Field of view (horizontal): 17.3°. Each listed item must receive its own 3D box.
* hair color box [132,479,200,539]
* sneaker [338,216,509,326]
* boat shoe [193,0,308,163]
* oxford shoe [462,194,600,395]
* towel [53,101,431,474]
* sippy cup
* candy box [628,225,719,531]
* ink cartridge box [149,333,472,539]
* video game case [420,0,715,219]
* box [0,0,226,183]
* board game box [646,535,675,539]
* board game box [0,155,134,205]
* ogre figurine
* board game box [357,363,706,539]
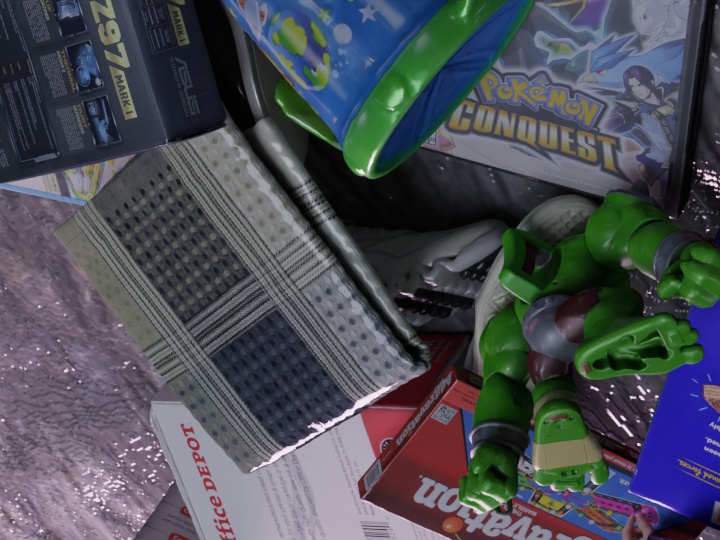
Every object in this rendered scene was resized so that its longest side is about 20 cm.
[{"bbox_3d":[-0.121,0.229,1.577,0.101,0.200,0.061,24,134,12],"label":"hair color box"},{"bbox_3d":[0.000,0.000,1.414,0.200,0.075,0.081,-20,70,25],"label":"sneaker"},{"bbox_3d":[-0.083,-0.142,1.335,0.060,0.074,0.200,-10,118,21],"label":"boat shoe"},{"bbox_3d":[0.099,0.030,1.388,0.075,0.058,0.200,6,130,-7],"label":"oxford shoe"},{"bbox_3d":[-0.071,0.008,1.372,0.200,0.035,0.193,52,138,-3],"label":"towel"},{"bbox_3d":[0.001,-0.139,1.229,0.130,0.140,0.178,41,111,8],"label":"sippy cup"},{"bbox_3d":[0.255,0.069,1.317,0.169,0.077,0.200,23,133,11],"label":"candy box"},{"bbox_3d":[-0.013,0.118,1.507,0.200,0.083,0.147,0,125,30],"label":"ink cartridge box"},{"bbox_3d":[0.090,-0.129,1.286,0.200,0.026,0.181,17,132,18],"label":"video game case"},{"bbox_3d":[-0.165,-0.157,1.307,0.158,0.051,0.200,-10,99,46],"label":"box"},{"bbox_3d":[0.266,0.197,1.375,0.200,0.032,0.120,18,171,-1],"label":"board game box"},{"bbox_3d":[-0.172,-0.128,1.432,0.134,0.034,0.200,12,131,21],"label":"board game box"},{"bbox_3d":[0.120,0.031,1.276,0.098,0.120,0.200,10,129,-13],"label":"ogre figurine"},{"bbox_3d":[0.109,0.134,1.420,0.200,0.019,0.103,26,118,-23],"label":"board game box"}]
